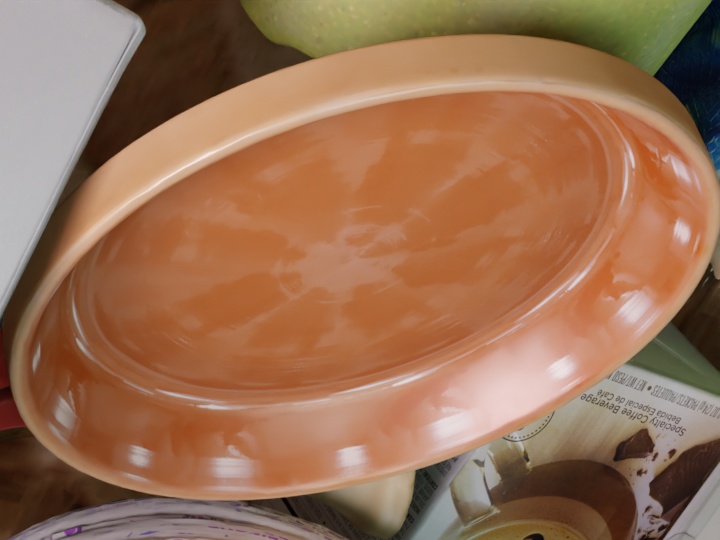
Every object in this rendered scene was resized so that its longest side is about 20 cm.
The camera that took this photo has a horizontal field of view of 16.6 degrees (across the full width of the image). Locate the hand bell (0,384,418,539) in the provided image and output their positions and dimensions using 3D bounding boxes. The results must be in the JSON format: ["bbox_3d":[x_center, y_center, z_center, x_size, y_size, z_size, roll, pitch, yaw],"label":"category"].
[{"bbox_3d":[-0.090,0.042,0.791,0.199,0.104,0.105,-3,126,-15],"label":"hand bell"}]

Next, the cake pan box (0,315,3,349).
[{"bbox_3d":[-0.199,0.027,0.698,0.183,0.052,0.201,11,115,-25],"label":"cake pan box"}]

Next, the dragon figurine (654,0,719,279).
[{"bbox_3d":[0.117,-0.056,0.751,0.099,0.200,0.059,-48,123,-11],"label":"dragon figurine"}]

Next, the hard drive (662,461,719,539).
[{"bbox_3d":[0.123,0.101,0.900,0.200,0.027,0.132,-41,164,-51],"label":"hard drive"}]

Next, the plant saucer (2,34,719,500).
[{"bbox_3d":[0.000,0.000,0.679,0.199,0.032,0.201,-12,148,-8],"label":"plant saucer"}]

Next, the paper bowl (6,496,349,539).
[{"bbox_3d":[-0.055,0.164,0.794,0.199,0.104,0.202,0,116,0],"label":"paper bowl"}]

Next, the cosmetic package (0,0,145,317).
[{"bbox_3d":[-0.147,0.002,0.604,0.107,0.090,0.201,30,80,-20],"label":"cosmetic package"}]

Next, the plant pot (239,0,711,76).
[{"bbox_3d":[0.052,-0.139,0.670,0.199,0.201,0.185,1,133,-32],"label":"plant pot"}]

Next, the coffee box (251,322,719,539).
[{"bbox_3d":[0.032,0.094,0.894,0.113,0.080,0.200,19,112,-41],"label":"coffee box"}]

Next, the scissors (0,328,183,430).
[{"bbox_3d":[-0.122,0.033,0.680,0.199,0.014,0.073,-10,131,-37],"label":"scissors"}]
